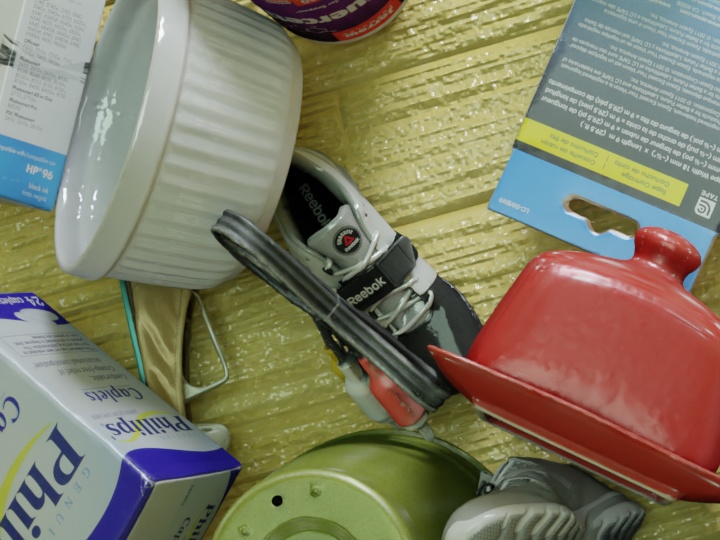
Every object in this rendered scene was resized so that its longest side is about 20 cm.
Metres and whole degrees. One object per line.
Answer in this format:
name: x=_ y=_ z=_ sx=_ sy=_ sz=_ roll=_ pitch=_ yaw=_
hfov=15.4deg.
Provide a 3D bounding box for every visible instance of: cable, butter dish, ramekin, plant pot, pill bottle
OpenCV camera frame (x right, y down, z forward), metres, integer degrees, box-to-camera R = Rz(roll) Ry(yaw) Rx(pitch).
cable: x=-0.017 y=0.041 z=1.615 sx=0.050 sy=0.200 sz=0.097 roll=-53 pitch=37 yaw=-3
butter dish: x=0.155 y=0.045 z=1.573 sx=0.199 sy=0.199 sz=0.148 roll=25 pitch=87 yaw=7
ramekin: x=-0.113 y=-0.082 z=1.672 sx=0.105 sy=0.200 sz=0.201 roll=16 pitch=86 yaw=-18
plant pot: x=-0.008 y=0.189 z=1.607 sx=0.199 sy=0.193 sz=0.202 roll=-2 pitch=82 yaw=14
pill bottle: x=-0.027 y=-0.207 z=1.660 sx=0.112 sy=0.200 sz=0.113 roll=-2 pitch=82 yaw=14

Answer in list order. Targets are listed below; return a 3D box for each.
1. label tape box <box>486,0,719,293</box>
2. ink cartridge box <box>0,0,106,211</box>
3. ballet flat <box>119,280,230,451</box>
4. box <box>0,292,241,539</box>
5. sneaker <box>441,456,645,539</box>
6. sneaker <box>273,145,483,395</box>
label tape box: x=0.186 y=-0.099 z=1.663 sx=0.144 sy=0.063 sz=0.201 roll=24 pitch=89 yaw=15
ink cartridge box: x=-0.234 y=-0.148 z=1.751 sx=0.116 sy=0.068 sz=0.201 roll=11 pitch=86 yaw=47
ballet flat: x=-0.113 y=0.089 z=1.716 sx=0.063 sy=0.069 sz=0.201 roll=-8 pitch=82 yaw=-2
box: x=-0.209 y=0.144 z=1.662 sx=0.200 sy=0.105 sz=0.184 roll=36 pitch=107 yaw=24
sneaker: x=0.092 y=0.152 z=1.592 sx=0.082 sy=0.200 sz=0.075 roll=37 pitch=104 yaw=25
sneaker: x=0.000 y=0.000 z=1.686 sx=0.074 sy=0.088 sz=0.200 roll=-44 pitch=77 yaw=3
